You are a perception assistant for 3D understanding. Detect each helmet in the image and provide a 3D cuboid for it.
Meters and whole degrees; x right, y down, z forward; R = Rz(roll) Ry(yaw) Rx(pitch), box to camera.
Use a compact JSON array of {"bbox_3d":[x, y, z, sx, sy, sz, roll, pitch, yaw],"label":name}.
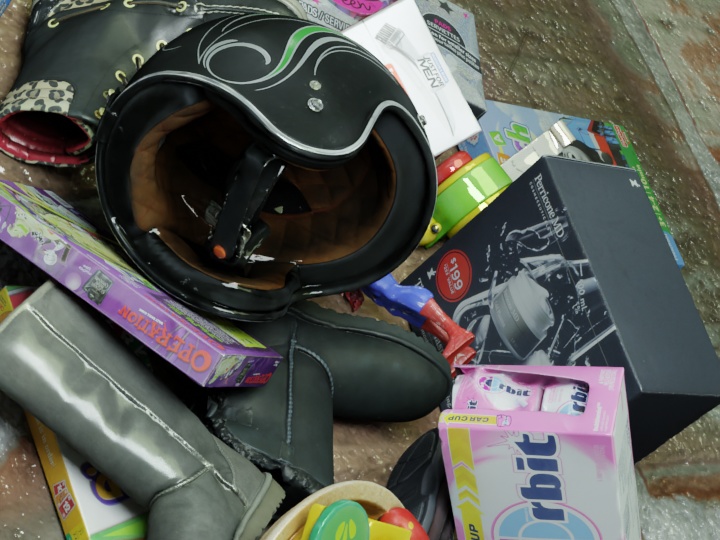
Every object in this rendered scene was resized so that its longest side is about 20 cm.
[{"bbox_3d":[-0.055,-0.071,1.353,0.200,0.200,0.191,54,34,8],"label":"helmet"}]

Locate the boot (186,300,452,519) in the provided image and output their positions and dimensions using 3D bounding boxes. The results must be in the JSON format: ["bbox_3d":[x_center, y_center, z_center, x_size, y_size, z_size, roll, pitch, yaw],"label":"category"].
[{"bbox_3d":[-0.029,0.099,1.415,0.198,0.073,0.163,23,41,-19],"label":"boot"}]

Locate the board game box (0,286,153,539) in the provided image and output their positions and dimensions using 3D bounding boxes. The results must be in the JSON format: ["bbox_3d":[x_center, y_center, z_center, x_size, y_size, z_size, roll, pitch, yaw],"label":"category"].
[{"bbox_3d":[-0.162,0.100,1.321,0.095,0.030,0.200,2,59,-43],"label":"board game box"}]

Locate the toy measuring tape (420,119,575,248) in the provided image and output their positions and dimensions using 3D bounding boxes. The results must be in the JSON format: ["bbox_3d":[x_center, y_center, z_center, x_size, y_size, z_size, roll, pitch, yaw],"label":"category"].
[{"bbox_3d":[0.113,-0.077,1.674,0.200,0.074,0.074,-34,83,-32],"label":"toy measuring tape"}]

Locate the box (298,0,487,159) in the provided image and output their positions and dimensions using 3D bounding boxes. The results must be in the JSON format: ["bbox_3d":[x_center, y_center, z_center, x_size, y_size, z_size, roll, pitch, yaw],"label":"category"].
[{"bbox_3d":[-0.021,-0.164,1.607,0.200,0.132,0.115,23,42,-30],"label":"box"}]

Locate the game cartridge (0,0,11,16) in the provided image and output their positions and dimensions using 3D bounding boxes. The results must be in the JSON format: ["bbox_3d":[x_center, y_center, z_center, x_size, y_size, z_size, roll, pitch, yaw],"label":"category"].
[{"bbox_3d":[-0.273,-0.214,1.417,0.200,0.038,0.130,-71,157,-49],"label":"game cartridge"}]

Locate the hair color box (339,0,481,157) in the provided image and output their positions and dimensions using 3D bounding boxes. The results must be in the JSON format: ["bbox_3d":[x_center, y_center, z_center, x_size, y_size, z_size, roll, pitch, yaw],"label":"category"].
[{"bbox_3d":[-0.029,-0.098,1.484,0.111,0.200,0.064,62,-7,-5],"label":"hair color box"}]

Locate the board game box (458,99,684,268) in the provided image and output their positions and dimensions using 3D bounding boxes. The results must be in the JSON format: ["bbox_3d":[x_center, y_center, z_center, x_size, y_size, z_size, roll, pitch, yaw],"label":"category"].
[{"bbox_3d":[0.177,-0.067,1.799,0.200,0.037,0.152,5,55,-42],"label":"board game box"}]

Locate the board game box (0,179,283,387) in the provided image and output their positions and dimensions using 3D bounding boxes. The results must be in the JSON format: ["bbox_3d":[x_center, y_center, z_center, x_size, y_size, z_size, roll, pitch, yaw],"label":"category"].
[{"bbox_3d":[-0.150,0.008,1.320,0.200,0.032,0.120,35,2,15],"label":"board game box"}]

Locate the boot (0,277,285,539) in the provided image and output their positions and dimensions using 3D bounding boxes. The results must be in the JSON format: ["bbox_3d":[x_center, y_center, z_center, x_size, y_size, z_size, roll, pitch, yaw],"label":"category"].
[{"bbox_3d":[-0.149,0.108,1.248,0.200,0.073,0.182,48,25,-9],"label":"boot"}]

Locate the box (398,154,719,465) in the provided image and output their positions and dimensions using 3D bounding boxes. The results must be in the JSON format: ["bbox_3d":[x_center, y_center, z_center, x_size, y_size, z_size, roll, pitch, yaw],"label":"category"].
[{"bbox_3d":[0.145,0.049,1.542,0.104,0.182,0.200,6,53,-42],"label":"box"}]

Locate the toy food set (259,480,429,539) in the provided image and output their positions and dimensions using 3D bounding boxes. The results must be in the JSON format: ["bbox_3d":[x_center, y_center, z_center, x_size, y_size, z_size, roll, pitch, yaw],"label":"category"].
[{"bbox_3d":[-0.020,0.223,1.247,0.198,0.049,0.201,23,83,-54],"label":"toy food set"}]

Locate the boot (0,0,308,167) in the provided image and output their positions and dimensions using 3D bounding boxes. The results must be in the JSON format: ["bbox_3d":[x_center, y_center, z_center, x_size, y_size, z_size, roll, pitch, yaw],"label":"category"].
[{"bbox_3d":[-0.146,-0.134,1.446,0.203,0.074,0.154,4,45,10],"label":"boot"}]

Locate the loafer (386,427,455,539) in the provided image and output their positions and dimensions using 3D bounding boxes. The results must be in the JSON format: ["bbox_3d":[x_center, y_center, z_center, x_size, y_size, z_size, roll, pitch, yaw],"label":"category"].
[{"bbox_3d":[0.043,0.185,1.417,0.063,0.072,0.200,43,34,-13],"label":"loafer"}]

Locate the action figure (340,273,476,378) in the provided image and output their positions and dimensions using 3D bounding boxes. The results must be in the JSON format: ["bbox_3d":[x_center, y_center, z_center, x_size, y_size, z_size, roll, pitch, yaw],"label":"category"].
[{"bbox_3d":[0.000,0.000,1.538,0.200,0.052,0.065,47,-5,19],"label":"action figure"}]

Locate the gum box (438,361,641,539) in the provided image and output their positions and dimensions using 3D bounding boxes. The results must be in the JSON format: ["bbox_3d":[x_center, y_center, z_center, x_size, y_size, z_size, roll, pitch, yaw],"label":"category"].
[{"bbox_3d":[0.123,0.148,1.399,0.066,0.113,0.200,-72,158,-48],"label":"gum box"}]
